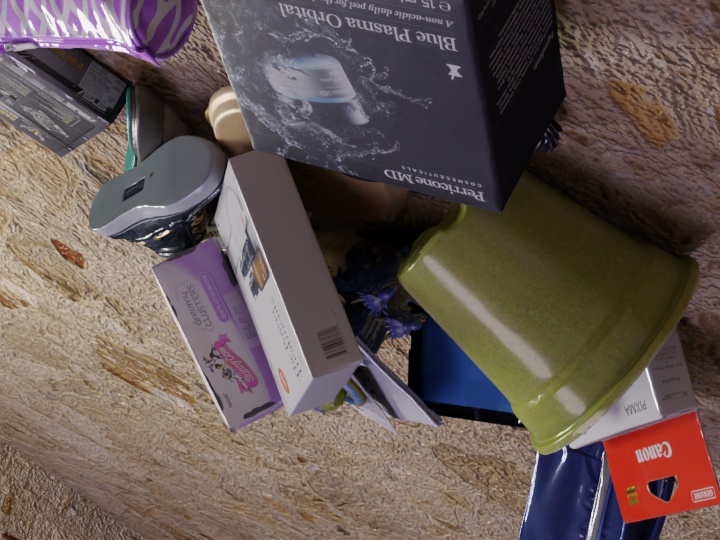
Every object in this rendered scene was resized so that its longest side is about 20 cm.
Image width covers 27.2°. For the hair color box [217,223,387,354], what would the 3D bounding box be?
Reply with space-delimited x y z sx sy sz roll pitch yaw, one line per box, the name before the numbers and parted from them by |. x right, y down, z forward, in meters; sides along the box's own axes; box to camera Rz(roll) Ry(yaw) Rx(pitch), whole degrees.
hair color box | -0.058 0.010 1.573 0.099 0.061 0.200 7 152 41

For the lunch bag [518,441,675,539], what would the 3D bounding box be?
lunch bag | 0.259 0.233 1.558 0.131 0.202 0.136 17 -164 27

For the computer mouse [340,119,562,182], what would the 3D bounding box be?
computer mouse | 0.048 -0.125 1.138 0.199 0.053 0.138 -18 132 43

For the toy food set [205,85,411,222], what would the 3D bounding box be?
toy food set | -0.041 -0.105 1.292 0.197 0.049 0.200 29 159 -7

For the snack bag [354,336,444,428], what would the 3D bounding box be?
snack bag | -0.019 0.090 1.509 0.200 0.021 0.188 45 165 -12

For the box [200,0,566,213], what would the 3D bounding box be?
box | 0.015 -0.161 0.952 0.195 0.118 0.201 16 148 24

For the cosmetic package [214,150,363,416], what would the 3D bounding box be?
cosmetic package | -0.066 0.012 1.292 0.151 0.051 0.201 116 134 -71

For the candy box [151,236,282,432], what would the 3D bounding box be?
candy box | -0.134 0.068 1.466 0.169 0.071 0.200 64 173 4

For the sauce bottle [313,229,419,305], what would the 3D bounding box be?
sauce bottle | 0.000 0.000 1.407 0.199 0.066 0.066 9 155 50

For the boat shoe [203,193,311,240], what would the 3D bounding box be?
boat shoe | -0.119 -0.065 1.463 0.199 0.065 0.073 -9 105 37

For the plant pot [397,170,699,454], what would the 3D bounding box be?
plant pot | 0.137 0.011 1.199 0.184 0.201 0.200 39 159 -3

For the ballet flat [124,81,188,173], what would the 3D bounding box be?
ballet flat | -0.193 -0.126 1.425 0.063 0.068 0.200 0 163 -9

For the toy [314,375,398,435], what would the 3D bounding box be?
toy | -0.048 0.104 1.486 0.115 0.047 0.200 31 161 40

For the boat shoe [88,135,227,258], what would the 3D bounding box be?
boat shoe | -0.164 -0.066 1.385 0.090 0.071 0.199 23 155 -35

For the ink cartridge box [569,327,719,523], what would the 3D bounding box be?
ink cartridge box | 0.251 0.145 1.392 0.043 0.175 0.200 -9 168 -19

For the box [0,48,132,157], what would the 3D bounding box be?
box | -0.333 -0.195 1.422 0.199 0.049 0.158 34 159 -20

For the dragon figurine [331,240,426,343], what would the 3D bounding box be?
dragon figurine | -0.004 0.021 1.296 0.199 0.099 0.059 -1 113 50

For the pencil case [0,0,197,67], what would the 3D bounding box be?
pencil case | -0.223 -0.212 1.200 0.199 0.086 0.084 8 155 39

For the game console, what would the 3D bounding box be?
game console | 0.087 0.053 1.420 0.199 0.119 0.171 2 149 47
